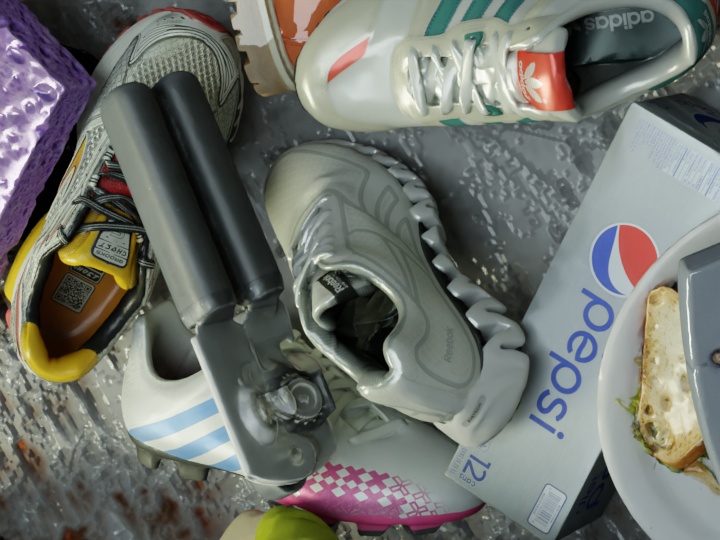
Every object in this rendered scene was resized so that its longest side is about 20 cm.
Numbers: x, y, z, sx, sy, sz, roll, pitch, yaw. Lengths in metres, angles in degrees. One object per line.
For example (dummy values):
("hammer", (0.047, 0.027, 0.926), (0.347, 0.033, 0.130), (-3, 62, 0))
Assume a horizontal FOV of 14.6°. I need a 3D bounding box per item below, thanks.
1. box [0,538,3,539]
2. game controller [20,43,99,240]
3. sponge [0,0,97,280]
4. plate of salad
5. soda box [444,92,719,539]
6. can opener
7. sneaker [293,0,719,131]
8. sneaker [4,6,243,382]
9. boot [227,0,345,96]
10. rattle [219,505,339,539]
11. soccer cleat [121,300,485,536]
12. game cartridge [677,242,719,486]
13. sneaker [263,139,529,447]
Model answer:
("box", (-0.181, 0.239, 1.431), (0.199, 0.104, 0.149), (28, 107, 20))
("game controller", (-0.214, -0.081, 1.439), (0.199, 0.042, 0.105), (17, 104, 23))
("sponge", (-0.207, -0.055, 1.397), (0.112, 0.030, 0.200), (46, 127, 22))
("plate of salad", (0.203, 0.061, 1.222), (0.199, 0.048, 0.201), (1, 110, 2))
("soda box", (0.117, 0.021, 1.279), (0.063, 0.068, 0.201), (32, 109, 19))
("can opener", (-0.071, 0.010, 1.302), (0.067, 0.053, 0.201), (-36, 74, 54))
("sneaker", (0.063, -0.098, 1.247), (0.199, 0.093, 0.071), (-10, 111, 9))
("sneaker", (-0.110, -0.032, 1.360), (0.077, 0.082, 0.201), (20, 107, -13))
("boot", (-0.016, -0.191, 1.320), (0.107, 0.075, 0.201), (-11, 95, 16))
("rattle", (-0.045, 0.222, 1.317), (0.130, 0.143, 0.201), (6, 65, 47))
("soccer cleat", (-0.031, 0.068, 1.351), (0.199, 0.070, 0.087), (12, 114, 25))
("game cartridge", (0.213, 0.067, 1.180), (0.132, 0.041, 0.201), (-23, 104, 3))
("sneaker", (0.000, 0.000, 1.295), (0.200, 0.081, 0.075), (51, 122, 45))
